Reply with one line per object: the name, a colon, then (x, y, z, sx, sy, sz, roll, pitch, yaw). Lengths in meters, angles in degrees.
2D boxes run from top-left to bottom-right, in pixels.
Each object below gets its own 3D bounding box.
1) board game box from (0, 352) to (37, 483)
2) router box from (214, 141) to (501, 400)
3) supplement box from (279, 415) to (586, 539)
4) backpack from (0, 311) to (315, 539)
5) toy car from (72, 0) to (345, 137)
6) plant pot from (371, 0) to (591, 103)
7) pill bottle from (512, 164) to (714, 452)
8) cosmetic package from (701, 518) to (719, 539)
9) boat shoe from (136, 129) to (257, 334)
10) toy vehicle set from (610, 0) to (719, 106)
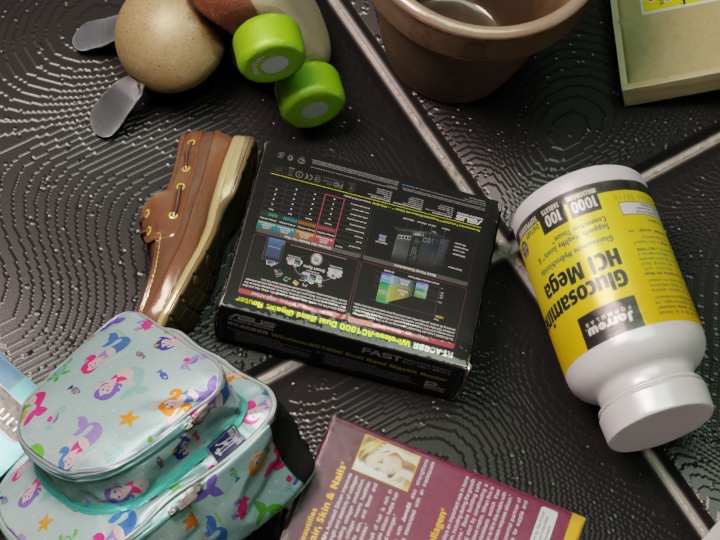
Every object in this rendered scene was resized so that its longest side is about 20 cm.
board game box: (-0.334, 0.130, 1.405, 0.151, 0.047, 0.200, 39, 65, 12)
router box: (0.000, 0.000, 1.508, 0.198, 0.062, 0.151, 15, 61, 0)
supplement box: (0.047, 0.201, 1.399, 0.198, 0.086, 0.111, 22, 63, 3)
backpack: (-0.155, 0.140, 1.353, 0.200, 0.151, 0.177, -46, 40, -14)
toy car: (-0.136, -0.184, 1.568, 0.199, 0.158, 0.165, -23, 61, 13)
plant pot: (0.086, -0.224, 1.570, 0.198, 0.175, 0.202, 3, 62, -6)
pill bottle: (0.197, 0.030, 1.491, 0.111, 0.113, 0.201, -12, 65, -13)
cosmetic package: (0.250, 0.252, 1.337, 0.107, 0.201, 0.085, 40, 63, 16)
boat shoe: (-0.139, -0.025, 1.501, 0.067, 0.072, 0.201, 15, 57, 7)
toy vehicle set: (0.275, -0.243, 1.664, 0.123, 0.027, 0.202, -9, 63, 12)
